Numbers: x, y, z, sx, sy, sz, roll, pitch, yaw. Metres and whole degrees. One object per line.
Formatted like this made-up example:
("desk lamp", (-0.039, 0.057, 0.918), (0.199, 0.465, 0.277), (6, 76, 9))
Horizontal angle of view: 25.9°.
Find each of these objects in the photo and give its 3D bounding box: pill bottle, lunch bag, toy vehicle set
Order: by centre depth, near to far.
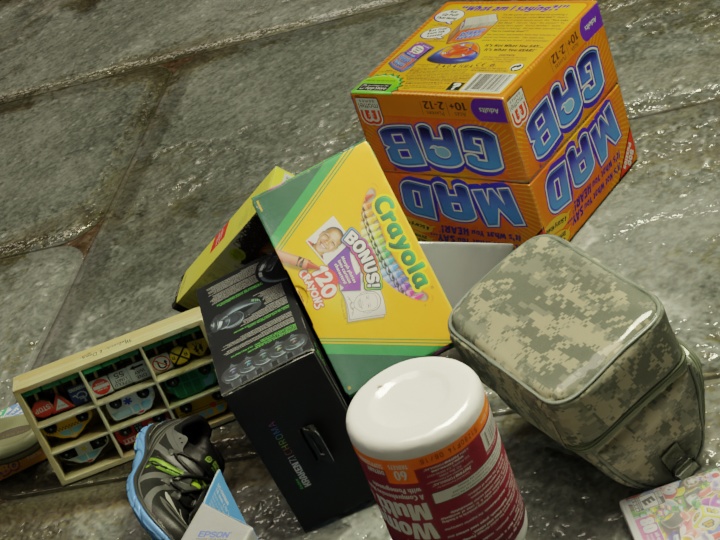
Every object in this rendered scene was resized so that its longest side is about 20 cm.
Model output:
("pill bottle", (0.068, 0.175, 1.225), (0.109, 0.200, 0.110), (-15, 31, 9))
("lunch bag", (0.189, 0.086, 1.324), (0.139, 0.168, 0.200), (-40, 35, -10))
("toy vehicle set", (-0.229, 0.126, 1.558), (0.199, 0.124, 0.027), (-21, 30, 0))

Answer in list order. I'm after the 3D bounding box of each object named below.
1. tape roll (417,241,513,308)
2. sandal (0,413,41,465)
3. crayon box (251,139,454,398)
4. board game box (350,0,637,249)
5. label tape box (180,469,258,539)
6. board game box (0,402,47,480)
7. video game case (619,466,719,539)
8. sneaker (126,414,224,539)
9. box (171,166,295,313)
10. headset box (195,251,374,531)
("tape roll", (0.050, 0.004, 1.533), (0.200, 0.066, 0.200), (2, 0, 0))
("sandal", (-0.414, 0.173, 1.615), (0.200, 0.057, 0.080), (-19, 31, 7))
("crayon box", (0.000, 0.000, 1.407), (0.119, 0.200, 0.058), (-27, -8, 2))
("board game box", (0.148, -0.156, 1.693), (0.200, 0.200, 0.200), (8, 41, 39))
("label tape box", (-0.098, 0.274, 1.226), (0.063, 0.144, 0.200), (-5, 35, 26))
("board game box", (-0.345, 0.168, 1.662), (0.200, 0.030, 0.096), (-23, 31, -8))
("video game case", (0.315, 0.196, 1.218), (0.199, 0.018, 0.143), (-19, 30, 3))
("sneaker", (-0.169, 0.196, 1.464), (0.083, 0.071, 0.200), (-24, 27, 7))
("box", (-0.107, -0.015, 1.539), (0.200, 0.075, 0.050), (-46, 24, 43))
("headset box", (-0.062, 0.110, 1.427), (0.093, 0.174, 0.200), (-26, 30, 2))
